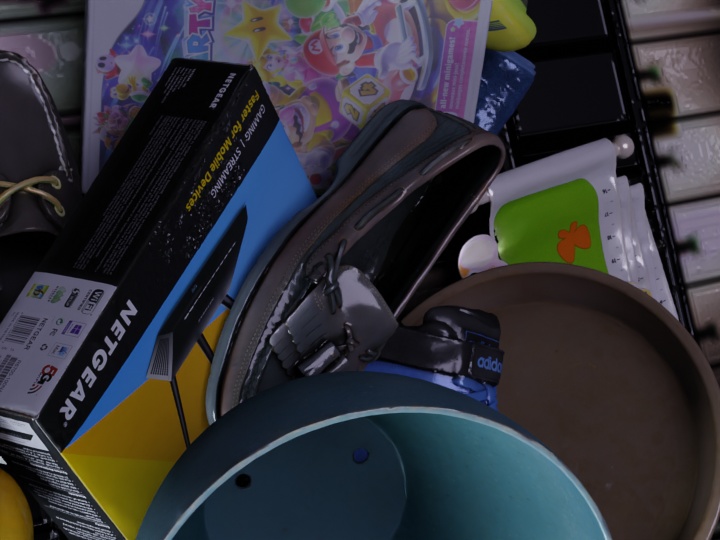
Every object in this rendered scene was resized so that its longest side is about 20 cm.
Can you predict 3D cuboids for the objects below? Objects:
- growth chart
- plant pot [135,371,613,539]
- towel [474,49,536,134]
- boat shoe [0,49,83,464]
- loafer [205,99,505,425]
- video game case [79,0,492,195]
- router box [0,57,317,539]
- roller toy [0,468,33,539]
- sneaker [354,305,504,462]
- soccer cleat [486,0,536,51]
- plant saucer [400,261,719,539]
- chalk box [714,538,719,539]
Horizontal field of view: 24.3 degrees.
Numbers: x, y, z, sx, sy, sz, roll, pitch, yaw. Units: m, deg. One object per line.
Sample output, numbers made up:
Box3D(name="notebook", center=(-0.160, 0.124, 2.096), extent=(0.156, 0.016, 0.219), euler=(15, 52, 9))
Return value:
Box3D(name="growth chart", center=(0.131, 0.025, 0.941), extent=(0.144, 0.018, 0.201), euler=(-29, 105, -28))
Box3D(name="plant pot", center=(-0.008, 0.124, 0.695), extent=(0.199, 0.135, 0.201), euler=(-5, 110, -13))
Box3D(name="towel", center=(-0.004, -0.128, 0.894), extent=(0.200, 0.048, 0.112), euler=(43, 67, -15))
Box3D(name="boat shoe", center=(-0.159, -0.011, 0.789), extent=(0.071, 0.061, 0.203), euler=(-4, 83, -27))
Box3D(name="loafer", center=(0.000, 0.000, 0.782), extent=(0.201, 0.063, 0.072), euler=(-59, 141, -25))
Box3D(name="video game case", center=(-0.036, -0.104, 0.823), extent=(0.199, 0.018, 0.144), euler=(0, 119, -14))
Box3D(name="router box", center=(-0.086, 0.025, 0.769), extent=(0.201, 0.051, 0.149), euler=(-62, 146, -29))
Box3D(name="roller toy", center=(-0.248, 0.095, 0.662), extent=(0.182, 0.140, 0.200), euler=(-40, 114, -16))
Box3D(name="sneaker", center=(0.056, 0.078, 0.814), extent=(0.077, 0.199, 0.112), euler=(26, 89, -62))
Box3D(name="soccer cleat", center=(0.000, -0.155, 0.851), extent=(0.199, 0.065, 0.084), euler=(27, 100, -24))
Box3D(name="plant saucer", center=(0.089, 0.094, 0.857), extent=(0.199, 0.029, 0.201), euler=(-5, 70, 14))
Box3D(name="chalk box", center=(0.186, 0.215, 0.891), extent=(0.199, 0.124, 0.125), euler=(-8, 85, -27))
